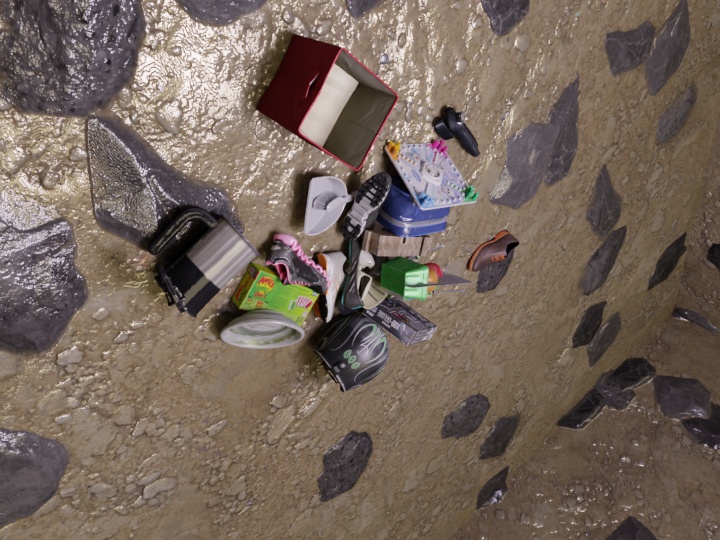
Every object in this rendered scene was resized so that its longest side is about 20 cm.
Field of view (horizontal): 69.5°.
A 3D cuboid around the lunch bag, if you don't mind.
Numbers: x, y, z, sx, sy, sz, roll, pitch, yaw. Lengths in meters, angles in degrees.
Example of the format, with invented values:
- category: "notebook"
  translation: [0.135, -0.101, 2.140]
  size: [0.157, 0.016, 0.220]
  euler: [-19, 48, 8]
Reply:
- category: "lunch bag"
  translation: [0.144, -0.164, 1.355]
  size: [0.198, 0.136, 0.134]
  euler: [-10, 125, -34]

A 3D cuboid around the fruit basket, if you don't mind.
- category: "fruit basket"
  translation: [0.157, 0.023, 1.325]
  size: [0.198, 0.184, 0.095]
  euler: [2, 102, -35]

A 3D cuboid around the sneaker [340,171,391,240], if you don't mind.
- category: "sneaker"
  translation: [0.022, -0.166, 1.276]
  size: [0.201, 0.066, 0.090]
  euler: [-56, 172, 35]

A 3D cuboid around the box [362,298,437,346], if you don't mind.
- category: "box"
  translation: [0.116, 0.140, 1.463]
  size: [0.050, 0.157, 0.199]
  euler: [-60, 158, 12]

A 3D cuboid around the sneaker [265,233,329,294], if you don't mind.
- category: "sneaker"
  translation: [-0.152, 0.006, 1.228]
  size: [0.200, 0.078, 0.096]
  euler: [48, 56, -35]

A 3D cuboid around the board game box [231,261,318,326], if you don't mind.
- category: "board game box"
  translation: [-0.202, 0.061, 1.264]
  size: [0.199, 0.047, 0.102]
  euler: [24, 99, -46]

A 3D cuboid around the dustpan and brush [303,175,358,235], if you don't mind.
- category: "dustpan and brush"
  translation: [-0.056, -0.168, 1.233]
  size: [0.200, 0.057, 0.141]
  euler: [-42, 148, -57]

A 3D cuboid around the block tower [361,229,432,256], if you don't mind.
- category: "block tower"
  translation: [0.098, -0.070, 1.341]
  size: [0.198, 0.058, 0.055]
  euler: [-1, 109, -39]

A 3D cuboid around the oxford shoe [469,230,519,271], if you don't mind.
- category: "oxford shoe"
  translation: [0.444, -0.057, 1.727]
  size: [0.199, 0.072, 0.072]
  euler: [-39, 136, -15]

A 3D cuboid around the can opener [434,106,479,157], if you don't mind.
- category: "can opener"
  translation: [0.273, -0.373, 1.403]
  size: [0.199, 0.078, 0.064]
  euler: [23, 62, -49]

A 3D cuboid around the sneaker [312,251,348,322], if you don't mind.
- category: "sneaker"
  translation: [-0.071, 0.043, 1.350]
  size: [0.091, 0.075, 0.203]
  euler: [-19, 128, -36]

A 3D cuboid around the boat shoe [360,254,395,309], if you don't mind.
- category: "boat shoe"
  translation: [0.047, 0.013, 1.401]
  size: [0.075, 0.068, 0.202]
  euler: [40, 73, -30]

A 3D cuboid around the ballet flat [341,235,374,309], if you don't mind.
- category: "ballet flat"
  translation: [0.000, 0.000, 1.335]
  size: [0.068, 0.067, 0.203]
  euler: [23, 74, -74]

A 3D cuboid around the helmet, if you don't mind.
- category: "helmet"
  translation: [-0.013, 0.216, 1.417]
  size: [0.190, 0.200, 0.201]
  euler: [-36, 134, -15]

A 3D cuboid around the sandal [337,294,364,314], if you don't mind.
- category: "sandal"
  translation: [0.009, 0.089, 1.441]
  size: [0.199, 0.043, 0.077]
  euler: [-15, 129, -54]

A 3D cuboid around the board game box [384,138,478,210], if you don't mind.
- category: "board game box"
  translation: [0.182, -0.247, 1.300]
  size: [0.198, 0.202, 0.026]
  euler: [-12, 154, -35]

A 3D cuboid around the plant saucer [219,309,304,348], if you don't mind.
- category: "plant saucer"
  translation: [-0.232, 0.135, 1.233]
  size: [0.197, 0.051, 0.201]
  euler: [-3, 155, -1]

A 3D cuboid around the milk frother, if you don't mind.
- category: "milk frother"
  translation: [-0.306, -0.012, 1.021]
  size: [0.188, 0.199, 0.181]
  euler: [-45, 132, -9]

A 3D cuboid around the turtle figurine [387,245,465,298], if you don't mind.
- category: "turtle figurine"
  translation: [0.157, 0.009, 1.476]
  size: [0.192, 0.199, 0.146]
  euler: [-4, 84, -34]

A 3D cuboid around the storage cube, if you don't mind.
- category: "storage cube"
  translation: [-0.067, -0.333, 1.037]
  size: [0.199, 0.179, 0.172]
  euler: [22, 101, -47]
